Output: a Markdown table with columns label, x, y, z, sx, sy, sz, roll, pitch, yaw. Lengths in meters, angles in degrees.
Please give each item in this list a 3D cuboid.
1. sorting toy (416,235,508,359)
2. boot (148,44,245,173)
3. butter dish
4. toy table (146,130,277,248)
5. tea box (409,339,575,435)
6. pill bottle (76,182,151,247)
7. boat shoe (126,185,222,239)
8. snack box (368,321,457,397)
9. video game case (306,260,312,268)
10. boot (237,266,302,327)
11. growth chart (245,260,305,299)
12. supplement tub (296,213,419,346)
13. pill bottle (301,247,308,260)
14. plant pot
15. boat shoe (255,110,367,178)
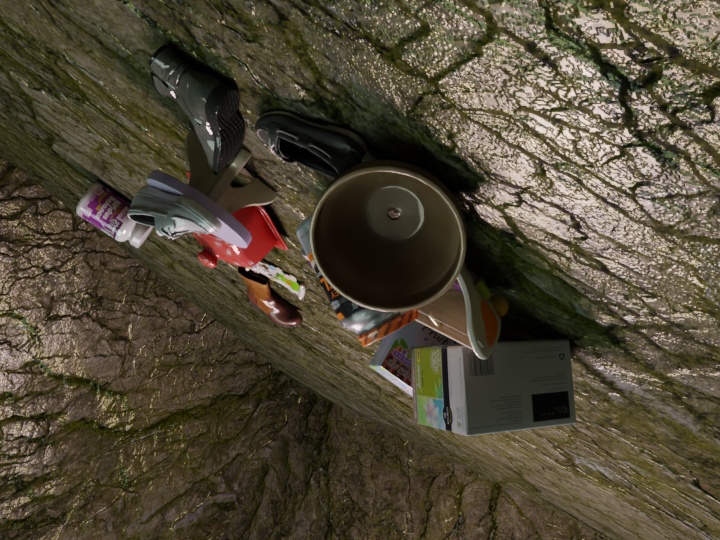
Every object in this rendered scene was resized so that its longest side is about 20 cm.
| label | x | y | z | sx | sy | sz | roll | pitch | yaw |
| --- | --- | --- | --- | --- | --- | --- | --- | --- | --- |
| sorting toy | 0.116 | 0.006 | 0.976 | 0.199 | 0.107 | 0.181 | 25 | 153 | 54 |
| boot | -0.240 | -0.238 | 0.979 | 0.130 | 0.068 | 0.200 | 35 | 156 | 6 |
| butter dish | -0.271 | -0.073 | 1.330 | 0.198 | 0.149 | 0.200 | 24 | 162 | 20 |
| toy table | -0.250 | -0.142 | 1.152 | 0.200 | 0.118 | 0.183 | 40 | 161 | -28 |
| tea box | 0.208 | 0.185 | 1.087 | 0.197 | 0.136 | 0.196 | -1 | 173 | -21 |
| pill bottle | -0.709 | -0.155 | 1.935 | 0.199 | 0.113 | 0.112 | 34 | 163 | -10 |
| boat shoe | -0.312 | -0.086 | 1.095 | 0.198 | 0.069 | 0.072 | 21 | 162 | 28 |
| snack box | 0.140 | 0.154 | 1.207 | 0.199 | 0.170 | 0.068 | 37 | 162 | -14 |
| video game case | 0.009 | 0.028 | 1.315 | 0.181 | 0.036 | 0.199 | 41 | 161 | -28 |
| boot | -0.253 | 0.071 | 1.898 | 0.187 | 0.069 | 0.201 | 35 | 157 | 17 |
| growth chart | -0.223 | 0.012 | 1.714 | 0.198 | 0.018 | 0.145 | 28 | 162 | 10 |
| supplement tub | 0.000 | 0.000 | 0.972 | 0.202 | 0.122 | 0.123 | 62 | 163 | 4 |
| pill bottle | -0.002 | 0.002 | 1.128 | 0.200 | 0.112 | 0.111 | 40 | 161 | -26 |
| plant pot | 0.039 | -0.056 | 0.858 | 0.198 | 0.093 | 0.203 | 5 | 122 | 8 |
| boat shoe | -0.081 | -0.166 | 0.889 | 0.198 | 0.057 | 0.067 | 19 | 159 | 37 |
